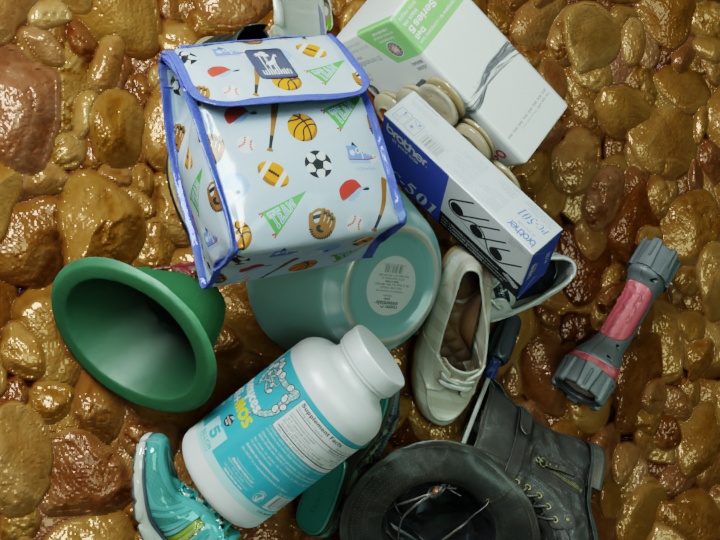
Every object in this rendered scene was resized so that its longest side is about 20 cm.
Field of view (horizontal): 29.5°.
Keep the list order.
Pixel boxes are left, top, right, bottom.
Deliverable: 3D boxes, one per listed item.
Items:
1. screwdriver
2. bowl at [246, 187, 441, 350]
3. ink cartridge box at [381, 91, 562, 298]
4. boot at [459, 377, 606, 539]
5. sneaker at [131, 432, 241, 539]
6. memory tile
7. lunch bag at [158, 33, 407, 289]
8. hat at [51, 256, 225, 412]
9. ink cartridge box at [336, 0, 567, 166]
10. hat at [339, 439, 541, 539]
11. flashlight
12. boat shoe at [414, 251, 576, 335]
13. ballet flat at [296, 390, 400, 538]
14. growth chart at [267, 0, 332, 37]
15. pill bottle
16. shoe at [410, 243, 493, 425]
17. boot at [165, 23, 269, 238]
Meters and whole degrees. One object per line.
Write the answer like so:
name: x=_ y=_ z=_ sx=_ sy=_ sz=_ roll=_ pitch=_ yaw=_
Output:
screwdriver: x=0.129 y=0.125 z=1.414 sx=0.028 sy=0.029 sz=0.201 roll=31 pitch=53 yaw=-9
bowl: x=0.000 y=0.000 z=1.309 sx=0.200 sy=0.105 sz=0.202 roll=-12 pitch=111 yaw=-34
ink cartridge box: x=0.100 y=-0.072 z=1.308 sx=0.044 sy=0.094 sz=0.200 roll=-38 pitch=72 yaw=-20
boot: x=0.168 y=0.231 z=1.435 sx=0.173 sy=0.069 sz=0.201 roll=26 pitch=58 yaw=-23
sneaker: x=-0.152 y=0.235 z=1.263 sx=0.079 sy=0.078 sz=0.201 roll=-17 pitch=107 yaw=16
memory tile: x=0.097 y=-0.102 z=1.363 sx=0.017 sy=0.153 sz=0.200 roll=-43 pitch=108 yaw=-21
lunch bag: x=-0.072 y=-0.105 z=1.162 sx=0.169 sy=0.124 sz=0.201 roll=-9 pitch=75 yaw=-25
hat: x=-0.155 y=0.016 z=1.262 sx=0.176 sy=0.199 sz=0.166 roll=-52 pitch=156 yaw=-44
ink cartridge box: x=0.087 y=-0.194 z=1.370 sx=0.200 sy=0.145 sz=0.084 roll=44 pitch=71 yaw=-18
hat: x=0.074 y=0.246 z=1.340 sx=0.199 sy=0.081 sz=0.202 roll=-1 pitch=105 yaw=-5
flashlight: x=0.285 y=0.055 z=1.504 sx=0.068 sy=0.068 sz=0.201 roll=38 pitch=74 yaw=-17
boat shoe: x=0.136 y=0.017 z=1.431 sx=0.199 sy=0.065 sz=0.074 roll=-23 pitch=99 yaw=-25
ballet flat: x=-0.003 y=0.167 z=1.329 sx=0.074 sy=0.074 sz=0.201 roll=18 pitch=110 yaw=-24
growth chart: x=-0.060 y=-0.283 z=1.333 sx=0.144 sy=0.018 sz=0.202 roll=4 pitch=83 yaw=-64
pill bottle: x=-0.057 y=0.136 z=1.245 sx=0.200 sy=0.111 sz=0.111 roll=-38 pitch=107 yaw=11
shoe: x=0.093 y=0.073 z=1.378 sx=0.069 sy=0.053 sz=0.201 roll=3 pitch=113 yaw=-12
boot: x=-0.125 y=-0.125 z=1.266 sx=0.077 sy=0.138 sz=0.202 roll=-4 pitch=90 yaw=-26
